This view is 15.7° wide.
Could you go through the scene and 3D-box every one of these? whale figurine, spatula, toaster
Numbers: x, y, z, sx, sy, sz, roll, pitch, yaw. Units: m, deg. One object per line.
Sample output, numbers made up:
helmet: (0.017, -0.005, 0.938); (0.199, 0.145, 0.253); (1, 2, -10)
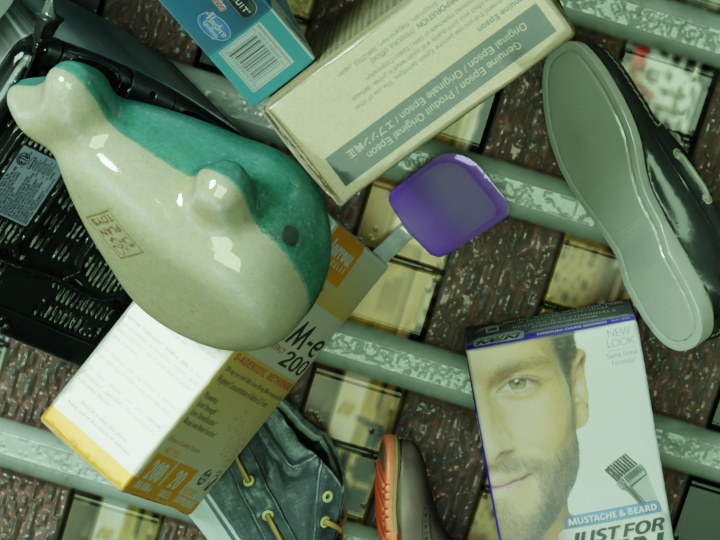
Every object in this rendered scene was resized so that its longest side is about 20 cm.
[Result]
whale figurine: (-0.098, -0.048, 1.428); (0.200, 0.159, 0.104); (46, 64, -16)
spatula: (0.000, 0.000, 1.625); (0.200, 0.021, 0.057); (-38, 101, 9)
toaster: (-0.182, -0.063, 1.526); (0.180, 0.119, 0.200); (25, 106, -39)

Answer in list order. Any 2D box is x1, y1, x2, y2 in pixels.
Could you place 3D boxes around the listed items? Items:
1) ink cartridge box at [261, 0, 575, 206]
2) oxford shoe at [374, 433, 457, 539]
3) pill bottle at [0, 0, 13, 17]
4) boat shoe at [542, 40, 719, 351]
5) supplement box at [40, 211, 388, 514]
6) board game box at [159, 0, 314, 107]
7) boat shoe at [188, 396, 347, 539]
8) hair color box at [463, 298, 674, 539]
ink cartridge box: (0.033, -0.128, 1.504); (0.165, 0.200, 0.075); (-37, 100, 9)
oxford shoe: (0.052, 0.190, 1.645); (0.072, 0.071, 0.201); (-12, 112, 1)
pill bottle: (-0.278, -0.209, 1.440); (0.200, 0.112, 0.113); (40, 102, 20)
boat shoe: (0.177, -0.052, 1.590); (0.060, 0.074, 0.201); (-24, 84, -34)
supplement box: (-0.084, 0.042, 1.558); (0.073, 0.126, 0.200); (39, 91, 19)
board game box: (-0.107, -0.201, 1.468); (0.047, 0.200, 0.151); (-36, 126, 8)
boat shoe: (-0.032, 0.170, 1.636); (0.091, 0.071, 0.201); (-36, 97, 12)
hair color box: (0.134, 0.128, 1.630); (0.109, 0.065, 0.201); (-10, 101, 4)
